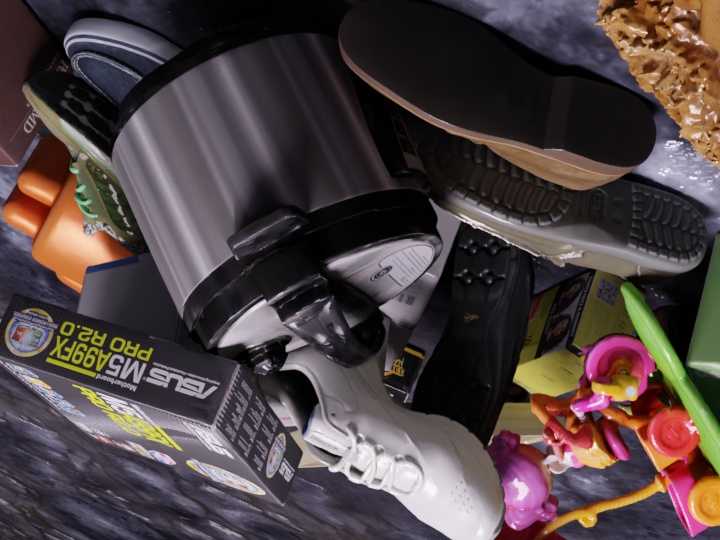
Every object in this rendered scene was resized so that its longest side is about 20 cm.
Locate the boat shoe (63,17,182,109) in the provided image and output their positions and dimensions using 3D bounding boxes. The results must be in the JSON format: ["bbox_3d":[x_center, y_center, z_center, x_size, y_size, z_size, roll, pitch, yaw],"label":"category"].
[{"bbox_3d":[-0.134,-0.098,0.886,0.199,0.091,0.071,29,153,-12],"label":"boat shoe"}]

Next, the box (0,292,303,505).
[{"bbox_3d":[-0.135,0.091,0.821,0.159,0.045,0.200,17,160,15],"label":"box"}]

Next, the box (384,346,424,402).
[{"bbox_3d":[-0.031,0.108,1.238,0.159,0.050,0.200,24,154,4],"label":"box"}]

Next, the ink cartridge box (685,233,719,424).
[{"bbox_3d":[0.264,0.045,0.823,0.059,0.104,0.200,3,148,32],"label":"ink cartridge box"}]

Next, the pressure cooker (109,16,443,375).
[{"bbox_3d":[-0.046,-0.031,0.770,0.175,0.201,0.179,-13,159,-38],"label":"pressure cooker"}]

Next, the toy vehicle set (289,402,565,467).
[{"bbox_3d":[0.054,0.130,0.976,0.199,0.027,0.124,6,160,-43],"label":"toy vehicle set"}]

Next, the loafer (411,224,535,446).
[{"bbox_3d":[0.088,0.062,0.888,0.068,0.202,0.070,5,162,34],"label":"loafer"}]

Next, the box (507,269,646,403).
[{"bbox_3d":[0.142,0.063,0.989,0.050,0.076,0.200,30,154,-14],"label":"box"}]

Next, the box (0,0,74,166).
[{"bbox_3d":[-0.299,-0.173,0.867,0.074,0.101,0.200,7,150,29],"label":"box"}]

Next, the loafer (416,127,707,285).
[{"bbox_3d":[0.126,-0.034,0.819,0.199,0.076,0.070,22,150,1],"label":"loafer"}]

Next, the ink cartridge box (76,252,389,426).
[{"bbox_3d":[-0.097,0.055,0.942,0.199,0.084,0.145,23,157,-40],"label":"ink cartridge box"}]

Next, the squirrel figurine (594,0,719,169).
[{"bbox_3d":[0.166,-0.127,0.552,0.186,0.142,0.200,29,151,1],"label":"squirrel figurine"}]

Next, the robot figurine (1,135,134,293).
[{"bbox_3d":[-0.193,-0.032,1.029,0.199,0.144,0.117,30,180,-14],"label":"robot figurine"}]

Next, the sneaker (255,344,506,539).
[{"bbox_3d":[0.008,0.117,0.820,0.200,0.087,0.075,37,118,22],"label":"sneaker"}]

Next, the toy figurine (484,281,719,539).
[{"bbox_3d":[0.149,0.137,0.829,0.201,0.183,0.150,59,-174,-12],"label":"toy figurine"}]

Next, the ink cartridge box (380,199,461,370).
[{"bbox_3d":[0.000,0.000,0.989,0.115,0.067,0.200,21,153,0],"label":"ink cartridge box"}]

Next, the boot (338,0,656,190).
[{"bbox_3d":[0.074,-0.098,0.752,0.199,0.074,0.075,23,160,-7],"label":"boot"}]

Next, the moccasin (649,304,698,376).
[{"bbox_3d":[0.258,0.091,0.960,0.077,0.074,0.201,-5,151,31],"label":"moccasin"}]

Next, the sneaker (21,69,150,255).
[{"bbox_3d":[-0.191,-0.060,0.927,0.088,0.077,0.200,-33,112,21],"label":"sneaker"}]
